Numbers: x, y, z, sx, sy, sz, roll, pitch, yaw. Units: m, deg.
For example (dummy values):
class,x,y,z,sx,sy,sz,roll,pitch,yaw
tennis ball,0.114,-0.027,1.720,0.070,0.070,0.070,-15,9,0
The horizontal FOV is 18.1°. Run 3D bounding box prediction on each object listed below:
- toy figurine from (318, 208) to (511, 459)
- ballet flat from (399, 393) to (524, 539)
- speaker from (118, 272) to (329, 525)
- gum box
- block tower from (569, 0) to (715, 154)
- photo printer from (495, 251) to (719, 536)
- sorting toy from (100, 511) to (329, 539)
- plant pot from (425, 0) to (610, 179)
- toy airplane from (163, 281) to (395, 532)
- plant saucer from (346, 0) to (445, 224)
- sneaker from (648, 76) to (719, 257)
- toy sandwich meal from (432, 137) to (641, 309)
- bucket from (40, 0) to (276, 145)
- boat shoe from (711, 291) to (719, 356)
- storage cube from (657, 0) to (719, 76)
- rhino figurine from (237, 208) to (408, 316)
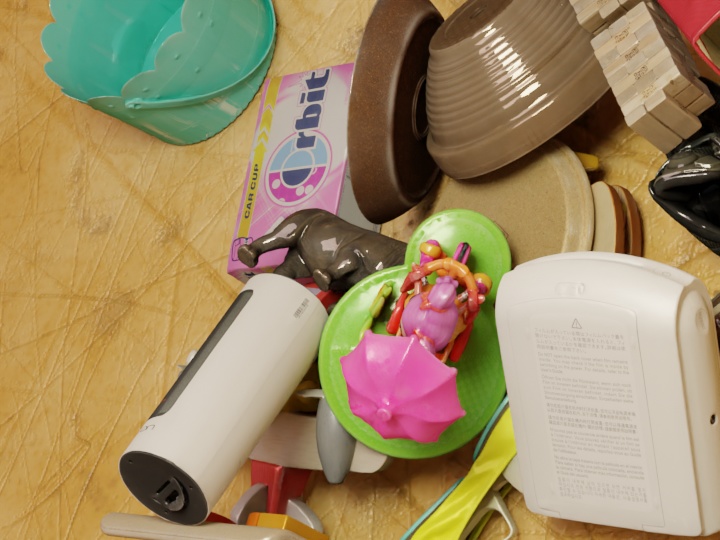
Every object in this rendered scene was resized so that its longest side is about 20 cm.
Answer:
class,x,y,z,sx,sy,sz,roll,pitch,yaw
toy figurine,0.049,0.053,1.657,0.149,0.184,0.201,25,94,1
ballet flat,0.105,0.168,1.735,0.067,0.067,0.201,40,99,23
speaker,-0.101,0.097,1.717,0.081,0.081,0.200,-2,41,39
gum box,-0.038,-0.084,1.974,0.113,0.066,0.202,-5,65,37
block tower,0.202,-0.182,1.696,0.054,0.058,0.201,-37,49,21
photo printer,0.182,0.084,1.623,0.165,0.069,0.202,3,113,37
sorting toy,-0.074,0.217,1.754,0.184,0.200,0.037,0,71,40
plant pot,0.120,-0.172,1.811,0.200,0.093,0.201,-35,18,13
toy airplane,-0.073,0.124,1.844,0.200,0.141,0.200,-37,49,19
plant saucer,0.039,-0.136,1.860,0.034,0.200,0.202,7,71,20
sneaker,0.258,-0.089,1.699,0.076,0.114,0.200,-32,49,21
toy sandwich meal,0.135,-0.017,1.801,0.204,0.070,0.207,-21,60,43
bucket,-0.185,-0.226,2.126,0.206,0.135,0.209,-19,58,33
boat shoe,0.276,0.049,1.652,0.202,0.075,0.075,-41,5,31
storage cube,0.321,-0.210,1.641,0.171,0.200,0.180,-45,32,13
rhino figurine,0.000,0.000,1.815,0.199,0.060,0.087,20,45,38
